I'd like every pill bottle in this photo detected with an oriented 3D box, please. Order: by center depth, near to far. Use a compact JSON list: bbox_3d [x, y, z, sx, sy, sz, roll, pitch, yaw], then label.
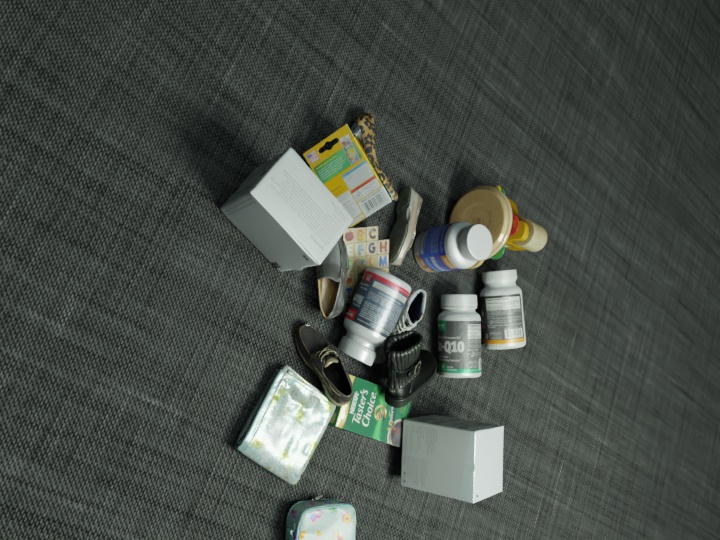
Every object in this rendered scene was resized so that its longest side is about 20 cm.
[{"bbox_3d":[0.027,0.106,1.362,0.118,0.119,0.204,28,84,-26],"label":"pill bottle"},{"bbox_3d":[0.228,-0.058,1.458,0.109,0.198,0.116,2,85,-30],"label":"pill bottle"},{"bbox_3d":[0.251,0.165,1.508,0.110,0.112,0.207,3,84,-31],"label":"pill bottle"},{"bbox_3d":[0.381,0.104,1.591,0.114,0.115,0.207,-3,87,-31],"label":"pill bottle"}]

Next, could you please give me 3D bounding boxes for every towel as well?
[{"bbox_3d":[-0.157,0.333,1.281,0.170,0.048,0.203,39,68,-23],"label":"towel"}]

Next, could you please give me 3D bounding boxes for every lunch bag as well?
[{"bbox_3d":[-0.093,0.599,1.285,0.157,0.076,0.207,8,82,-30],"label":"lunch bag"}]

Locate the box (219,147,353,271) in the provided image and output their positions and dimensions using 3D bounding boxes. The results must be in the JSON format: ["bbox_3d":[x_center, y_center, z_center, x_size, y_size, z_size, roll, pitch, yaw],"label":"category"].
[{"bbox_3d":[-0.156,-0.116,1.224,0.200,0.197,0.132,47,65,-20],"label":"box"}]

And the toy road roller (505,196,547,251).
[{"bbox_3d":[0.390,-0.131,1.564,0.121,0.197,0.151,14,82,-46],"label":"toy road roller"}]

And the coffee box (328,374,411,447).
[{"bbox_3d":[0.025,0.331,1.395,0.197,0.044,0.126,27,73,-28],"label":"coffee box"}]

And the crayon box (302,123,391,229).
[{"bbox_3d":[-0.028,-0.217,1.360,0.124,0.052,0.203,-30,106,10],"label":"crayon box"}]

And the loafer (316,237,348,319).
[{"bbox_3d":[-0.064,0.008,1.317,0.070,0.072,0.207,-2,99,9],"label":"loafer"}]

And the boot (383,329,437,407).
[{"bbox_3d":[0.122,0.202,1.387,0.211,0.078,0.162,-39,134,-52],"label":"boot"}]

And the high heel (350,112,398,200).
[{"bbox_3d":[0.046,-0.278,1.433,0.199,0.071,0.144,40,72,-14],"label":"high heel"}]

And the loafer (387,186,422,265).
[{"bbox_3d":[0.117,-0.105,1.472,0.062,0.071,0.206,23,72,-35],"label":"loafer"}]

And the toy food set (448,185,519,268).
[{"bbox_3d":[0.310,-0.118,1.519,0.048,0.195,0.206,14,59,-45],"label":"toy food set"}]

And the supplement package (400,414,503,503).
[{"bbox_3d":[0.216,0.436,1.395,0.149,0.196,0.157,10,81,-50],"label":"supplement package"}]

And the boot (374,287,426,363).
[{"bbox_3d":[0.090,0.129,1.420,0.073,0.095,0.204,32,71,-25],"label":"boot"}]

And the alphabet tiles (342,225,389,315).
[{"bbox_3d":[0.000,0.000,1.400,0.162,0.006,0.207,-6,102,-32],"label":"alphabet tiles"}]

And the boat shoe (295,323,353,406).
[{"bbox_3d":[-0.072,0.200,1.307,0.074,0.073,0.202,-32,85,-32],"label":"boat shoe"}]
